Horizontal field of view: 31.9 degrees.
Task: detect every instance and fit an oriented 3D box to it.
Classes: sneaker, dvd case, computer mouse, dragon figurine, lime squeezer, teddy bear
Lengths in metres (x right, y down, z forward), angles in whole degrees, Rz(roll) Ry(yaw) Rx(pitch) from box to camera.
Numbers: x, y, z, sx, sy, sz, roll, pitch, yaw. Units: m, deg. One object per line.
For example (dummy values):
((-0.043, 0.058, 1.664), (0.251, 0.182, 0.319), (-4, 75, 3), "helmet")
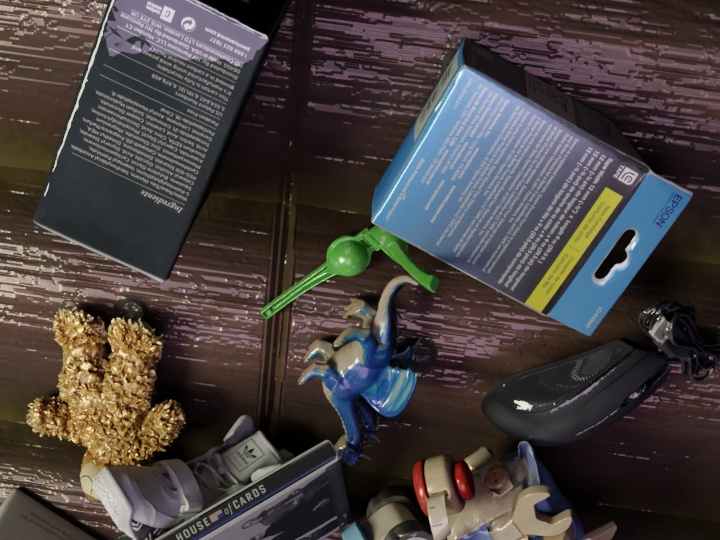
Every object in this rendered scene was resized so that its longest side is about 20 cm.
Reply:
((-0.133, 0.173, 1.051), (0.115, 0.075, 0.200), (-45, 148, 5), "sneaker")
((-0.101, 0.228, 1.056), (0.198, 0.025, 0.151), (-28, 152, -12), "dvd case")
((0.190, 0.097, 1.007), (0.198, 0.053, 0.138), (-24, 149, 23), "computer mouse")
((0.016, 0.079, 1.036), (0.099, 0.059, 0.200), (33, 120, -14), "dragon figurine")
((0.000, 0.000, 0.997), (0.037, 0.072, 0.198), (28, 154, -38), "lime squeezer")
((-0.217, 0.124, 1.079), (0.143, 0.067, 0.202), (19, 118, -3), "teddy bear")

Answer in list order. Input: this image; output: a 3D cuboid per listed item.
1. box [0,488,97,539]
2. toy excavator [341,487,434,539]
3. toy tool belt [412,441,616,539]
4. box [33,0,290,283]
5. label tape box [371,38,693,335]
((-0.308, 0.359, 1.152), (0.198, 0.172, 0.200), (36, 115, -13), "box")
((0.016, 0.325, 1.107), (0.199, 0.100, 0.195), (-38, 107, 0), "toy excavator")
((0.132, 0.193, 1.027), (0.121, 0.126, 0.200), (-18, 142, 15), "toy tool belt")
((-0.135, -0.124, 0.894), (0.106, 0.149, 0.202), (23, 117, -7), "box")
((0.127, -0.060, 0.952), (0.198, 0.066, 0.144), (26, 117, -11), "label tape box")
